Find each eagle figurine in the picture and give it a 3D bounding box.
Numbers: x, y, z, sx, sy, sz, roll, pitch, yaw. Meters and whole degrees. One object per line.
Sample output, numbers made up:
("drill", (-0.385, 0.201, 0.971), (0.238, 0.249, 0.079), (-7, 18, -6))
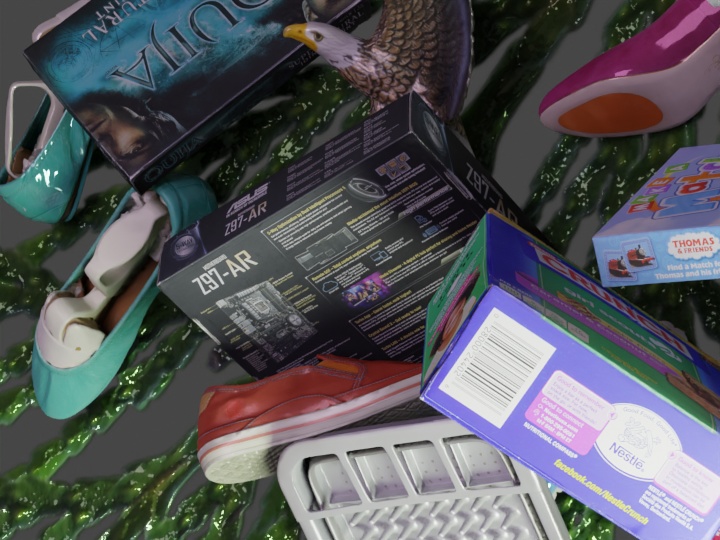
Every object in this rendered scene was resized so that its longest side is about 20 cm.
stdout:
("eagle figurine", (0.027, -0.145, 1.547), (0.152, 0.151, 0.200), (34, 107, 41))

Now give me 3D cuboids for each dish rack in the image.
("dish rack", (0.057, 0.169, 1.491), (0.172, 0.044, 0.200), (-11, 113, 31))

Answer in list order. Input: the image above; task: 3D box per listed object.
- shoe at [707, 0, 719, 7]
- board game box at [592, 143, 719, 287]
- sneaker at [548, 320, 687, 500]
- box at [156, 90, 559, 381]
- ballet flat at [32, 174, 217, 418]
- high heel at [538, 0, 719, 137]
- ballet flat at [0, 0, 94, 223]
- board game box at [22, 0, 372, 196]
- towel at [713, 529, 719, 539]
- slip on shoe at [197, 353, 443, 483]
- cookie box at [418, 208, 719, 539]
("shoe", (0.234, -0.247, 1.461), (0.091, 0.071, 0.200), (-18, 47, 25))
("board game box", (0.251, -0.039, 1.400), (0.200, 0.151, 0.037), (-6, 109, 30))
("sneaker", (0.103, 0.090, 1.498), (0.200, 0.090, 0.078), (-39, 65, 20))
("box", (0.000, 0.000, 1.537), (0.200, 0.160, 0.044), (-31, 32, 24))
("ballet flat", (-0.176, 0.013, 1.679), (0.067, 0.070, 0.200), (44, 105, 27))
("high heel", (0.195, -0.149, 1.508), (0.200, 0.067, 0.096), (-24, 51, 35))
("ballet flat", (-0.203, -0.131, 1.722), (0.067, 0.070, 0.200), (28, 98, 62))
("board game box", (-0.109, -0.158, 1.659), (0.200, 0.028, 0.135), (-39, 62, -6))
("towel", (0.282, 0.106, 1.274), (0.145, 0.022, 0.200), (36, 107, 13))
("slip on shoe", (-0.007, 0.077, 1.533), (0.200, 0.074, 0.061), (-15, 65, -2))
("cookie box", (0.120, 0.058, 1.338), (0.171, 0.200, 0.075), (33, 101, -5))
